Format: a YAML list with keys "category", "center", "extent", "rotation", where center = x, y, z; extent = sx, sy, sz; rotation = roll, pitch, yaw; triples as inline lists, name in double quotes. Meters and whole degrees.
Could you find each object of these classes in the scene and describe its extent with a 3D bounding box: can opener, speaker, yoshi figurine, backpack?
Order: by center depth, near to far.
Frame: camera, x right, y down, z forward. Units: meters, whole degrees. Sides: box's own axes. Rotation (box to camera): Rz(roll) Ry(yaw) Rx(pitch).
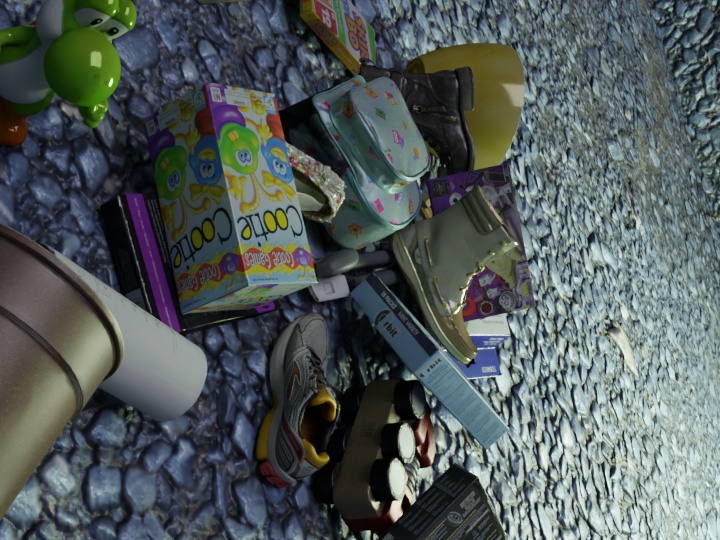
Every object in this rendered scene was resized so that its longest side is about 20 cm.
- category: "yoshi figurine"
  center: [-0.268, -0.164, 0.831]
  extent: [0.112, 0.198, 0.114]
  rotation: [-35, 102, -56]
- category: "speaker"
  center: [-0.223, 0.059, 0.865]
  extent: [0.200, 0.080, 0.082]
  rotation: [42, 41, -45]
- category: "can opener"
  center: [0.000, 0.000, 1.248]
  extent: [0.199, 0.066, 0.054]
  rotation: [-10, 80, -56]
- category: "backpack"
  center: [0.001, -0.136, 1.251]
  extent: [0.203, 0.151, 0.176]
  rotation: [67, 28, -10]

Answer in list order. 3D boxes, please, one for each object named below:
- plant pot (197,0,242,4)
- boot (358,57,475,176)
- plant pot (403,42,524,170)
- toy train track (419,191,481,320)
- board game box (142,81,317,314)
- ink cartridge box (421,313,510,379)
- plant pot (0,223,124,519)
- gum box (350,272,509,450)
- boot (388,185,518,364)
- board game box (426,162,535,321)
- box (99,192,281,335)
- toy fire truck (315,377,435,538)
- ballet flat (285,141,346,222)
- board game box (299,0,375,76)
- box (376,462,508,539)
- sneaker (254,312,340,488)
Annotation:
- category: "plant pot"
  center: [-0.121, -0.466, 1.222]
  extent: [0.199, 0.175, 0.203]
  rotation: [-28, 97, -56]
- category: "boot"
  center: [0.072, -0.198, 1.392]
  extent: [0.069, 0.170, 0.204]
  rotation: [-112, -161, -74]
- category: "plant pot"
  center: [0.137, -0.257, 1.498]
  extent: [0.140, 0.200, 0.203]
  rotation: [10, 61, -22]
- category: "toy train track"
  center: [0.139, -0.024, 1.420]
  extent: [0.202, 0.032, 0.115]
  rotation: [60, 33, -8]
- category: "board game box"
  center: [-0.132, -0.070, 0.996]
  extent: [0.104, 0.102, 0.204]
  rotation: [-2, 76, -52]
- category: "ink cartridge box"
  center: [0.153, 0.057, 1.461]
  extent: [0.198, 0.040, 0.204]
  rotation: [3, 71, -54]
- category: "plant pot"
  center: [-0.296, 0.095, 0.678]
  extent: [0.201, 0.198, 0.200]
  rotation: [47, 47, -29]
- category: "gum box"
  center: [0.086, 0.113, 1.231]
  extent: [0.200, 0.044, 0.170]
  rotation: [49, 1, -42]
- category: "boot"
  center: [0.145, 0.007, 1.316]
  extent: [0.202, 0.153, 0.072]
  rotation: [61, 12, 1]
- category: "board game box"
  center: [0.167, -0.037, 1.372]
  extent: [0.032, 0.118, 0.204]
  rotation: [-48, 126, -87]
- category: "box"
  center: [-0.172, -0.011, 1.037]
  extent: [0.199, 0.036, 0.146]
  rotation: [-11, 83, -55]
- category: "toy fire truck"
  center: [0.059, 0.251, 1.169]
  extent: [0.202, 0.127, 0.177]
  rotation: [62, 32, -33]
- category: "ballet flat"
  center: [-0.101, -0.114, 1.118]
  extent: [0.197, 0.076, 0.065]
  rotation: [23, 39, -22]
- category: "board game box"
  center: [-0.026, -0.346, 1.407]
  extent: [0.200, 0.030, 0.097]
  rotation: [41, 42, -54]
- category: "box"
  center: [0.077, 0.339, 1.086]
  extent: [0.199, 0.043, 0.162]
  rotation: [-41, 122, -21]
- category: "sneaker"
  center: [-0.054, 0.137, 1.085]
  extent: [0.078, 0.081, 0.203]
  rotation: [37, 45, -39]
